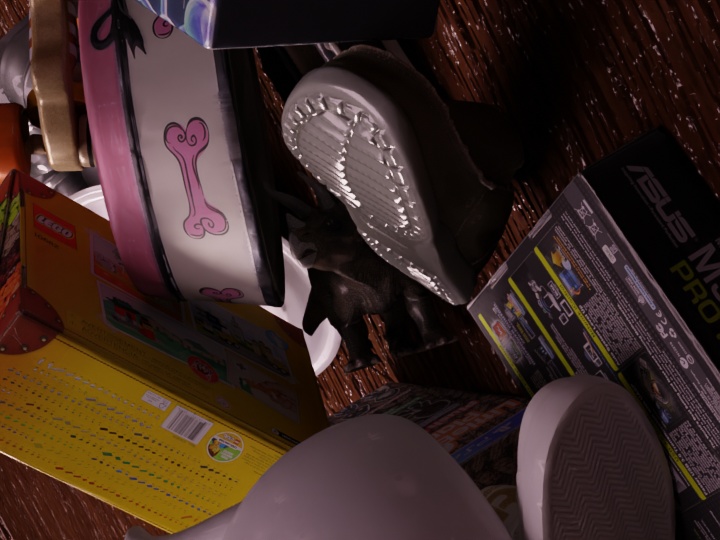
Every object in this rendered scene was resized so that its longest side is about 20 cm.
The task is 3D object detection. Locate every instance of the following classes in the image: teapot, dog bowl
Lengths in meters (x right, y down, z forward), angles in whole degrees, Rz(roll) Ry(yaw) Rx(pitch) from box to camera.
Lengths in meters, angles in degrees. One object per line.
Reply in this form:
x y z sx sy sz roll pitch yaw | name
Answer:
-0.004 0.170 0.720 0.198 0.145 0.200 61 165 4 | teapot
-0.090 -0.075 0.875 0.200 0.073 0.202 -10 -90 -89 | dog bowl

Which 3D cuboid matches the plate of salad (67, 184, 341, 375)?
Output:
-0.104 0.007 1.079 0.198 0.048 0.201 13 143 10 | plate of salad

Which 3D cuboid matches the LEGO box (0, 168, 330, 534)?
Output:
-0.117 0.053 0.907 0.199 0.077 0.149 31 -160 -25 | LEGO box

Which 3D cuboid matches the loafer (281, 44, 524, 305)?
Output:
0.024 -0.049 0.713 0.075 0.070 0.200 33 172 18 | loafer

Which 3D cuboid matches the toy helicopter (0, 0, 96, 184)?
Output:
-0.169 -0.150 0.950 0.133 0.078 0.201 -95 3 -51 | toy helicopter

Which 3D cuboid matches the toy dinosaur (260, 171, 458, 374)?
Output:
0.000 0.000 0.915 0.200 0.076 0.103 116 138 -87 | toy dinosaur

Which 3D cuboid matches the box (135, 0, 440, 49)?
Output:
-0.056 -0.189 0.671 0.200 0.106 0.150 36 125 45 | box

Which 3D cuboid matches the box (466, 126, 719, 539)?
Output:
0.134 0.061 0.706 0.201 0.044 0.160 57 159 11 | box

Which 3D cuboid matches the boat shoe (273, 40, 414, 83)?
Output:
-0.007 -0.088 0.809 0.074 0.060 0.201 6 123 65 | boat shoe

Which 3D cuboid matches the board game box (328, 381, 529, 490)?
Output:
0.054 0.156 0.931 0.160 0.096 0.200 65 158 -11 | board game box

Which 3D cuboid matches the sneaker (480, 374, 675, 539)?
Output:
0.078 0.113 0.738 0.115 0.073 0.201 31 146 48 | sneaker

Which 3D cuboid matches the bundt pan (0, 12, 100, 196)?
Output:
-0.177 -0.083 1.140 0.202 0.076 0.202 40 154 24 | bundt pan
